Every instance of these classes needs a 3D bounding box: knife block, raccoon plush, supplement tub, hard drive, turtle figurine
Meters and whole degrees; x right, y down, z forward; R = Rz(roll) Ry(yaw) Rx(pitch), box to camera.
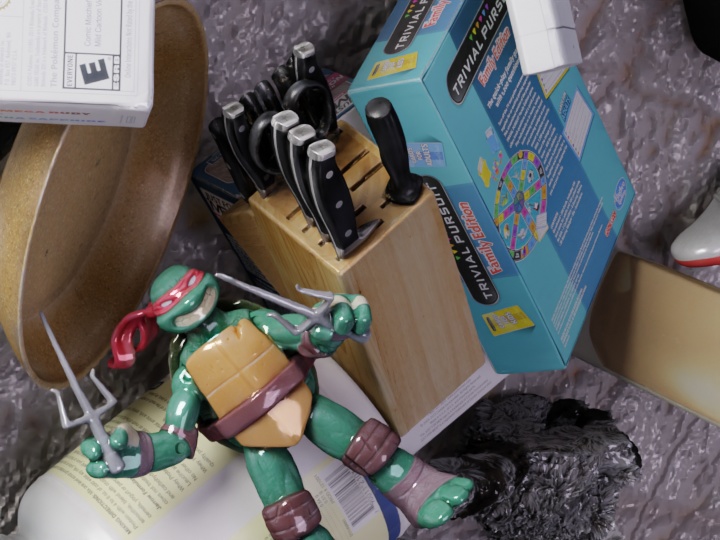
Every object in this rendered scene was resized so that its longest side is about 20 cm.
[{"bbox_3d":[0.004,-0.012,1.096,0.064,0.176,0.200,-40,101,-14],"label":"knife block"},{"bbox_3d":[0.080,0.154,1.338,0.200,0.097,0.134,-9,115,-34],"label":"raccoon plush"},{"bbox_3d":[-0.085,0.134,1.188,0.200,0.145,0.145,-39,123,-17],"label":"supplement tub"},{"bbox_3d":[0.077,-0.200,1.168,0.027,0.132,0.200,-13,93,10],"label":"hard drive"},{"bbox_3d":[-0.048,0.060,1.085,0.150,0.101,0.200,-39,99,13],"label":"turtle figurine"}]

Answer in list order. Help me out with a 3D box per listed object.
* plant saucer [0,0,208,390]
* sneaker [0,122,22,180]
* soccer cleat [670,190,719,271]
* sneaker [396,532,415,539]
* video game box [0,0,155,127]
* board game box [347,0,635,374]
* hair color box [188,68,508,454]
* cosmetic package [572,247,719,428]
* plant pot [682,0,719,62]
[{"bbox_3d":[-0.132,-0.042,1.115,0.200,0.035,0.200,20,90,-77],"label":"plant saucer"},{"bbox_3d":[-0.191,-0.031,1.119,0.079,0.074,0.200,26,87,-61],"label":"sneaker"},{"bbox_3d":[0.263,-0.061,1.412,0.200,0.069,0.085,-26,110,-28],"label":"soccer cleat"},{"bbox_3d":[0.054,0.221,1.330,0.074,0.116,0.200,-49,127,-13],"label":"sneaker"},{"bbox_3d":[-0.181,-0.165,1.003,0.182,0.047,0.200,3,80,-11],"label":"video game box"},{"bbox_3d":[0.077,-0.068,1.249,0.200,0.047,0.151,61,38,-31],"label":"board game box"},{"bbox_3d":[0.000,0.000,1.253,0.100,0.061,0.200,-39,123,-16],"label":"hair color box"},{"bbox_3d":[0.216,0.052,1.329,0.105,0.200,0.071,19,94,-37],"label":"cosmetic package"},{"bbox_3d":[0.282,-0.203,1.306,0.177,0.200,0.200,-25,119,-13],"label":"plant pot"}]
